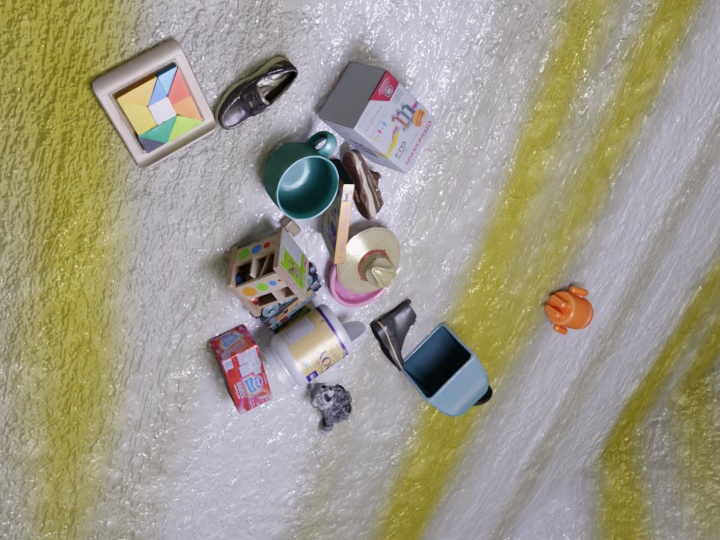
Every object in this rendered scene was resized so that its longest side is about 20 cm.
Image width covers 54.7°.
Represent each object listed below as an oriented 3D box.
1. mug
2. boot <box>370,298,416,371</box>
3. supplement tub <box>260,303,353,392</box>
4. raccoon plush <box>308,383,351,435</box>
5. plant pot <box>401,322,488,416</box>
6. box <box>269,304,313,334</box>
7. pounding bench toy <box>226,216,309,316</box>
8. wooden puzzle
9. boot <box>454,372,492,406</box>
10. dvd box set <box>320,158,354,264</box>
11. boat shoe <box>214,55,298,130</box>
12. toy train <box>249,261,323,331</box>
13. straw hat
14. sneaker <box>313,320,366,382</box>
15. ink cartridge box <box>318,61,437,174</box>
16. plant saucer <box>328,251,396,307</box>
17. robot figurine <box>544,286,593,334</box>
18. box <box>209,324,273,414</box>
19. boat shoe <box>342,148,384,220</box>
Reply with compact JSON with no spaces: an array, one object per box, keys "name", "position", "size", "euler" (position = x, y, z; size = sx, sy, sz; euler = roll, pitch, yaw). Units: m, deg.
[{"name":"mug","position":[-0.126,-0.213,1.544],"size":[0.184,0.114,0.153],"euler":[-33,132,-11]},{"name":"boot","position":[0.124,0.192,2.022],"size":[0.138,0.077,0.201],"euler":[-37,135,-13]},{"name":"supplement tub","position":[-0.134,0.194,1.733],"size":[0.199,0.145,0.146],"euler":[-34,133,-10]},{"name":"raccoon plush","position":[-0.111,0.408,2.002],"size":[0.132,0.097,0.202],"euler":[10,115,-29]},{"name":"plant pot","position":[0.274,0.323,2.109],"size":[0.196,0.196,0.200],"euler":[-44,127,0]},{"name":"box","position":[-0.141,0.161,1.838],"size":[0.118,0.048,0.200],"euler":[-48,132,3]},{"name":"pounding bench toy","position":[-0.217,-0.021,1.619],"size":[0.154,0.202,0.125],"euler":[-18,135,20]},{"name":"wooden puzzle","position":[-0.391,-0.316,1.349],"size":[0.184,0.037,0.201],"euler":[-32,132,-11]},{"name":"boot","position":[0.366,0.368,2.298],"size":[0.208,0.079,0.160],"euler":[-7,123,-30]},{"name":"dvd box set","position":[-0.056,-0.139,1.620],"size":[0.029,0.147,0.203],"euler":[-2,121,-17]},{"name":"boat shoe","position":[-0.211,-0.360,1.418],"size":[0.200,0.065,0.073],"euler":[-45,131,-4]},{"name":"toy train","position":[-0.181,0.061,1.722],"size":[0.199,0.085,0.114],"euler":[-39,144,-5]},{"name":"straw hat","position":[0.044,-0.003,1.753],"size":[0.199,0.085,0.203],"euler":[-18,129,-23]},{"name":"sneaker","position":[-0.060,0.221,1.861],"size":[0.198,0.074,0.116],"euler":[-30,136,-2]},{"name":"ink cartridge box","position":[0.041,-0.335,1.539],"size":[0.199,0.144,0.147],"euler":[31,88,-44]},{"name":"plant saucer","position":[0.000,0.000,1.820],"size":[0.198,0.051,0.203],"euler":[-18,129,-24]},{"name":"robot figurine","position":[0.708,0.135,2.344],"size":[0.198,0.116,0.146],"euler":[15,68,-40]},{"name":"box","position":[-0.299,0.252,1.758],"size":[0.099,0.096,0.202],"euler":[-24,131,-17]},{"name":"boat shoe","position":[0.012,-0.219,1.672],"size":[0.075,0.074,0.204],"euler":[-39,142,-19]}]
